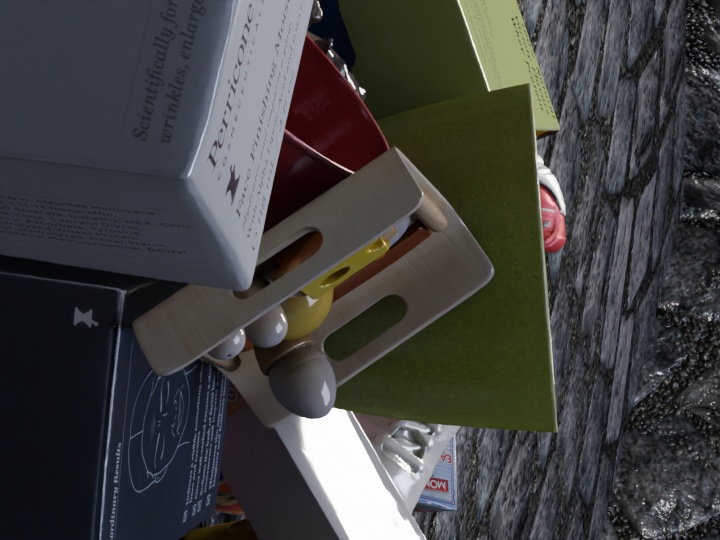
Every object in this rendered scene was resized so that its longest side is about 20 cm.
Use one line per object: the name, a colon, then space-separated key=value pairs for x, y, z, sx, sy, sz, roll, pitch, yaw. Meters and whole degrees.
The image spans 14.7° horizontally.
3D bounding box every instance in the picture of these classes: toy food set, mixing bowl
toy food set: x=-0.014 y=0.018 z=1.309 sx=0.060 sy=0.143 sz=0.200 roll=57 pitch=4 yaw=13
mixing bowl: x=-0.091 y=-0.078 z=1.322 sx=0.108 sy=0.200 sz=0.200 roll=-45 pitch=175 yaw=15

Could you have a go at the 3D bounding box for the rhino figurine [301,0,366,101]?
rhino figurine: x=-0.060 y=-0.142 z=1.459 sx=0.060 sy=0.200 sz=0.087 roll=-43 pitch=158 yaw=6

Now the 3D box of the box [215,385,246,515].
box: x=-0.074 y=0.098 z=1.687 sx=0.200 sy=0.094 sz=0.103 roll=27 pitch=71 yaw=-76

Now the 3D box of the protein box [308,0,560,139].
protein box: x=0.011 y=-0.153 z=1.660 sx=0.200 sy=0.135 sz=0.199 roll=-12 pitch=83 yaw=-76

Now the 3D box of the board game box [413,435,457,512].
board game box: x=0.000 y=0.098 z=1.830 sx=0.200 sy=0.062 sz=0.200 roll=-52 pitch=-145 yaw=40

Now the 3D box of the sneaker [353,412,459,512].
sneaker: x=0.033 y=0.085 z=1.679 sx=0.075 sy=0.088 sz=0.200 roll=45 pitch=38 yaw=-15

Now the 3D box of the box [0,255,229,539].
box: x=-0.139 y=0.061 z=1.353 sx=0.200 sy=0.107 sz=0.149 roll=-27 pitch=125 yaw=-75

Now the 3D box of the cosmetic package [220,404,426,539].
cosmetic package: x=-0.003 y=0.161 z=1.522 sx=0.200 sy=0.051 sz=0.082 roll=60 pitch=27 yaw=12

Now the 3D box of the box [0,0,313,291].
box: x=-0.126 y=-0.115 z=1.093 sx=0.131 sy=0.199 sz=0.199 roll=63 pitch=38 yaw=-69

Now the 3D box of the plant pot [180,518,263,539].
plant pot: x=-0.086 y=0.251 z=1.540 sx=0.196 sy=0.194 sz=0.200 roll=-47 pitch=123 yaw=-68

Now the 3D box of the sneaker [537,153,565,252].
sneaker: x=0.033 y=-0.005 z=1.714 sx=0.077 sy=0.200 sz=0.085 roll=4 pitch=63 yaw=-80

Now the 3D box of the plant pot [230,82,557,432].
plant pot: x=0.000 y=0.000 z=1.495 sx=0.187 sy=0.199 sz=0.188 roll=-4 pitch=90 yaw=-86
